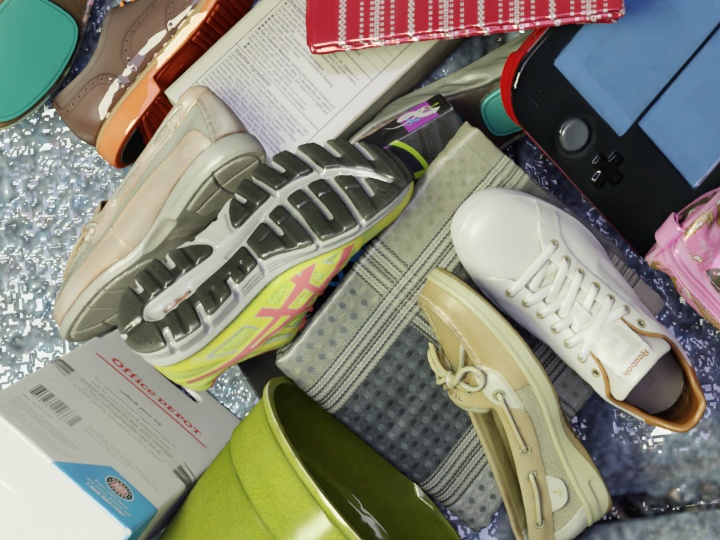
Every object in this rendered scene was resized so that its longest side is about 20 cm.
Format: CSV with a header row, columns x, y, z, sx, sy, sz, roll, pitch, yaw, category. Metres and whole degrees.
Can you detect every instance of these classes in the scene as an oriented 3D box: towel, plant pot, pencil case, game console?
x,y,z,sx,sy,sz,roll,pitch,yaw,category
0.061,-0.208,1.076,0.198,0.022,0.146,-5,71,11,towel
0.072,0.036,1.095,0.192,0.035,0.200,40,91,-21,towel
-0.053,0.203,1.050,0.193,0.200,0.201,-43,84,9,plant pot
0.266,0.035,1.092,0.083,0.087,0.200,-39,87,5,pencil case
0.198,-0.131,1.106,0.177,0.031,0.200,43,87,-24,game console

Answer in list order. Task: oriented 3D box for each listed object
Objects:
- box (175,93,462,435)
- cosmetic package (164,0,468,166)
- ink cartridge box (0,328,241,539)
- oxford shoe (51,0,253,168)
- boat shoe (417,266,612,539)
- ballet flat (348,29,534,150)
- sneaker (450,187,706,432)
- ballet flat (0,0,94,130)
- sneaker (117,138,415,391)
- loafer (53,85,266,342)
x,y,z,sx,sy,sz,roll,pitch,yaw,category
0.000,0.000,1.105,0.199,0.036,0.143,-30,115,0,box
-0.019,-0.141,1.135,0.200,0.071,0.105,-42,83,-2,cosmetic package
-0.160,0.113,1.067,0.116,0.200,0.067,40,109,6,ink cartridge box
-0.128,-0.168,1.145,0.072,0.071,0.200,36,86,11,oxford shoe
0.084,0.089,1.057,0.063,0.073,0.201,-36,118,-10,boat shoe
0.069,-0.103,1.136,0.199,0.064,0.068,-26,123,-1,ballet flat
0.141,0.024,1.051,0.200,0.085,0.073,40,92,-20,sneaker
-0.214,-0.181,1.150,0.069,0.071,0.201,30,76,-31,ballet flat
-0.050,-0.001,1.042,0.199,0.090,0.078,-34,52,-8,sneaker
-0.137,-0.035,1.107,0.200,0.072,0.063,-45,68,30,loafer
